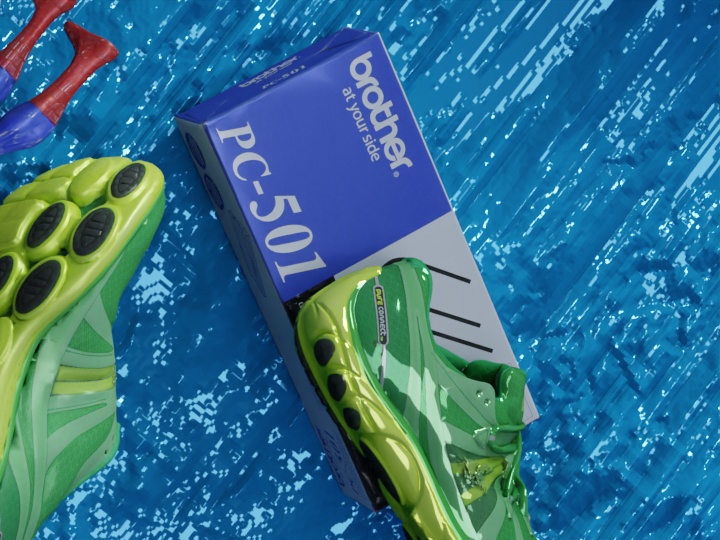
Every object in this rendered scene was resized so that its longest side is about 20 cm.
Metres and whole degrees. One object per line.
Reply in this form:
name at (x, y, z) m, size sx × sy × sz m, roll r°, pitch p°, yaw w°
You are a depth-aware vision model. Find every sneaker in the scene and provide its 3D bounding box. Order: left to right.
sneaker at (-0.141, 0.042, 1.139) m, size 0.084 × 0.074 × 0.201 m, roll 38°, pitch 75°, yaw -53°
sneaker at (0.049, 0.083, 1.167) m, size 0.083 × 0.074 × 0.201 m, roll -34°, pitch 110°, yaw -10°

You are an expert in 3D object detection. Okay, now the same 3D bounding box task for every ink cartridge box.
ink cartridge box at (0.000, 0.000, 1.199) m, size 0.094 × 0.044 × 0.201 m, roll -28°, pitch 107°, yaw -16°

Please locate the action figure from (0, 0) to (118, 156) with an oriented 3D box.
action figure at (-0.187, -0.035, 1.101) m, size 0.200 × 0.052 × 0.065 m, roll -52°, pitch 145°, yaw -12°
